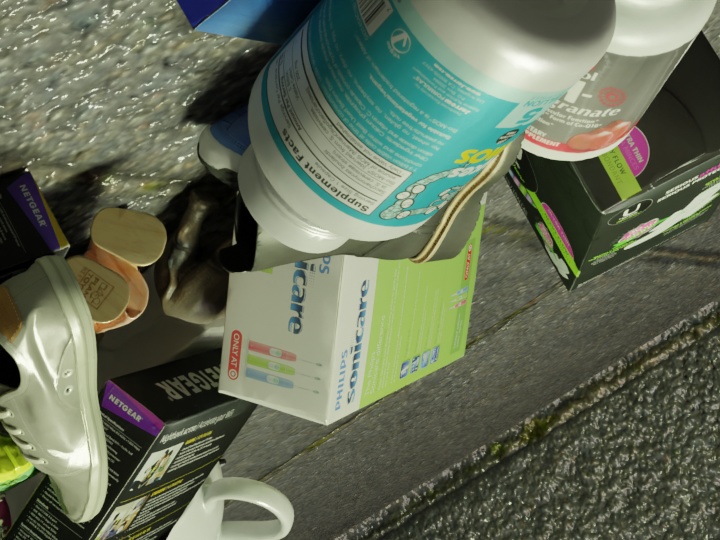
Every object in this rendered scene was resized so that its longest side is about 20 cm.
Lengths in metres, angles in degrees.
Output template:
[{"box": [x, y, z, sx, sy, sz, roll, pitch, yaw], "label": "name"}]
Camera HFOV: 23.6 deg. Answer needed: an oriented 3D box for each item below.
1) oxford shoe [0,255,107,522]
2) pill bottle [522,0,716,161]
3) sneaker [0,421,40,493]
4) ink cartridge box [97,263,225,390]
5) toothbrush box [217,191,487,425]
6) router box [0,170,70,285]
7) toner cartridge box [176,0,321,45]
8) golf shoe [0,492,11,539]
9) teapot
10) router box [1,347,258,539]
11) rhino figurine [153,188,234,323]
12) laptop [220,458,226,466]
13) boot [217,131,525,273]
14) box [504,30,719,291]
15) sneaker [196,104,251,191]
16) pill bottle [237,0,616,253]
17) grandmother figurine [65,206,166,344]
[{"box": [-0.177, 0.072, 0.957, 0.058, 0.075, 0.200, -22, 142, -21], "label": "oxford shoe"}, {"box": [0.141, -0.155, 1.000, 0.111, 0.111, 0.200, -25, 163, -20], "label": "pill bottle"}, {"box": [-0.234, 0.110, 1.034, 0.084, 0.074, 0.200, -39, 167, 14], "label": "sneaker"}, {"box": [-0.110, 0.042, 1.289, 0.116, 0.068, 0.200, -36, 164, 25], "label": "ink cartridge box"}, {"box": [0.000, 0.000, 1.130, 0.200, 0.086, 0.146, -22, 122, -60], "label": "toothbrush box"}, {"box": [-0.263, 0.034, 0.968, 0.157, 0.052, 0.200, -22, 164, -32], "label": "router box"}, {"box": [-0.005, -0.153, 0.850, 0.095, 0.043, 0.200, -35, 166, 25], "label": "toner cartridge box"}, {"box": [-0.324, 0.154, 1.188, 0.091, 0.075, 0.200, -23, 144, 22], "label": "golf shoe"}, {"box": [-0.184, 0.163, 1.315, 0.200, 0.198, 0.146, -26, 166, -29], "label": "teapot"}, {"box": [-0.146, 0.131, 1.135, 0.149, 0.051, 0.200, -55, 169, 11], "label": "router box"}, {"box": [-0.071, -0.003, 1.178, 0.088, 0.060, 0.200, -58, 156, 14], "label": "rhino figurine"}, {"box": [-0.244, 0.321, 1.924, 0.200, 0.116, 0.187, -39, 164, 35], "label": "laptop"}, {"box": [0.005, -0.066, 0.926, 0.138, 0.078, 0.200, -8, 139, -21], "label": "boot"}, {"box": [0.173, -0.096, 1.200, 0.124, 0.149, 0.200, -27, 167, -7], "label": "box"}, {"box": [-0.011, -0.097, 1.021, 0.200, 0.076, 0.077, -19, 140, -37], "label": "sneaker"}, {"box": [0.020, -0.087, 0.811, 0.111, 0.111, 0.200, -17, 162, -43], "label": "pill bottle"}, {"box": [-0.170, 0.022, 1.060, 0.121, 0.061, 0.200, -49, -176, -19], "label": "grandmother figurine"}]
